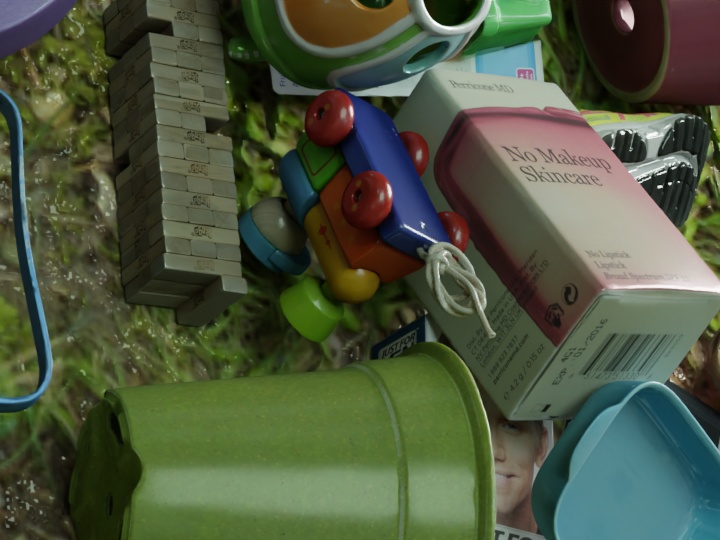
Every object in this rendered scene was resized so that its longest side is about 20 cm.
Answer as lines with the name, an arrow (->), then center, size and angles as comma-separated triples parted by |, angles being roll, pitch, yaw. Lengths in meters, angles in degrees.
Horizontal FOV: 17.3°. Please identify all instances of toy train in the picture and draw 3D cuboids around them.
toy train -> 0.000, 0.000, 1.364 | 0.084, 0.116, 0.201 | 25, 31, -42

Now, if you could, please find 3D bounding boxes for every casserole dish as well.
casserole dish -> 0.164, 0.142, 1.423 | 0.121, 0.039, 0.200 | -54, 135, -13

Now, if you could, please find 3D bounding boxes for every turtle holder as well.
turtle holder -> 0.018, -0.170, 1.419 | 0.185, 0.131, 0.142 | 27, 73, -49

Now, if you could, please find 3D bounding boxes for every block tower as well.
block tower -> -0.112, -0.072, 1.396 | 0.057, 0.054, 0.202 | 7, 64, -34

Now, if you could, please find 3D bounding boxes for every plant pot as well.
plant pot -> -0.053, 0.130, 1.271 | 0.188, 0.200, 0.202 | 7, 64, -22
plant pot -> 0.255, -0.196, 1.658 | 0.178, 0.200, 0.201 | -14, 77, -24

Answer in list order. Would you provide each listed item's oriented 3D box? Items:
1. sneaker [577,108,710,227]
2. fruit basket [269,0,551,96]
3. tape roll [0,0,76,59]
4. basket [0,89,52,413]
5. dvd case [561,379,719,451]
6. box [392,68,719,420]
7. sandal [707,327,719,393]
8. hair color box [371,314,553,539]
sneaker -> 0.169, -0.079, 1.602 | 0.199, 0.090, 0.079 | 4, 101, -56
fruit basket -> 0.025, -0.203, 1.538 | 0.199, 0.094, 0.187 | 1, 72, -30
tape roll -> -0.236, -0.215, 1.305 | 0.198, 0.066, 0.202 | 2, 80, -10
basket -> -0.260, -0.009, 1.193 | 0.198, 0.139, 0.178 | -2, 68, -27
dvd case -> 0.187, 0.161, 1.530 | 0.150, 0.025, 0.201 | 32, 53, -21
box -> 0.106, -0.016, 1.441 | 0.127, 0.109, 0.200 | 1, 42, -45
sandal -> 0.285, 0.057, 1.643 | 0.200, 0.054, 0.081 | -28, 93, -57
hair color box -> 0.064, 0.137, 1.423 | 0.099, 0.060, 0.202 | 16, 59, -31
